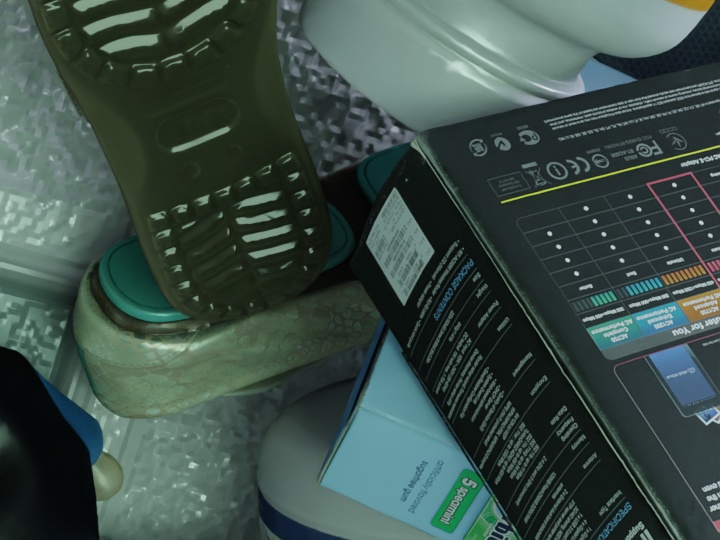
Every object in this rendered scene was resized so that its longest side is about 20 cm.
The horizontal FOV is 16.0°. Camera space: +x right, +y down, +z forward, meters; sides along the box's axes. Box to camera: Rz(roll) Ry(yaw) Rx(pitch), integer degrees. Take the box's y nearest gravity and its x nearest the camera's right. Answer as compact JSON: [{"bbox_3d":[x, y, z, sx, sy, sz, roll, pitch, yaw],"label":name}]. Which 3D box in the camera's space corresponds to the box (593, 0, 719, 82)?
[{"bbox_3d":[0.182,-0.091,0.819,0.200,0.051,0.158,35,109,-12],"label":"box"}]

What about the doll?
[{"bbox_3d":[-0.104,0.080,0.755,0.048,0.136,0.200,-18,86,20],"label":"doll"}]

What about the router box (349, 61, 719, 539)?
[{"bbox_3d":[0.119,0.017,0.710,0.200,0.150,0.062,-15,149,-32],"label":"router box"}]

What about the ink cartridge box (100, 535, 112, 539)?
[{"bbox_3d":[-0.131,0.137,0.817,0.200,0.037,0.095,-1,102,-22],"label":"ink cartridge box"}]

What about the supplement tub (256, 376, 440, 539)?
[{"bbox_3d":[0.040,0.142,0.835,0.145,0.145,0.200,-7,105,-23],"label":"supplement tub"}]

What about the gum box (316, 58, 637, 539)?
[{"bbox_3d":[0.106,0.032,0.766,0.200,0.045,0.170,24,47,-2],"label":"gum box"}]

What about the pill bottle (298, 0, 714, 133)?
[{"bbox_3d":[0.070,-0.130,0.711,0.111,0.111,0.200,25,110,-27],"label":"pill bottle"}]

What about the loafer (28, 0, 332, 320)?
[{"bbox_3d":[-0.060,-0.075,0.735,0.076,0.067,0.200,-18,128,-12],"label":"loafer"}]

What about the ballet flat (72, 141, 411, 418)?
[{"bbox_3d":[0.000,0.000,0.841,0.200,0.067,0.062,-14,137,-18],"label":"ballet flat"}]
